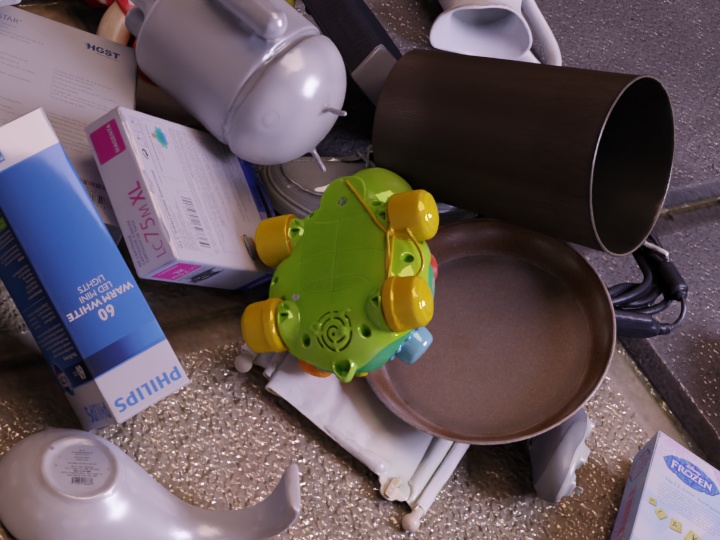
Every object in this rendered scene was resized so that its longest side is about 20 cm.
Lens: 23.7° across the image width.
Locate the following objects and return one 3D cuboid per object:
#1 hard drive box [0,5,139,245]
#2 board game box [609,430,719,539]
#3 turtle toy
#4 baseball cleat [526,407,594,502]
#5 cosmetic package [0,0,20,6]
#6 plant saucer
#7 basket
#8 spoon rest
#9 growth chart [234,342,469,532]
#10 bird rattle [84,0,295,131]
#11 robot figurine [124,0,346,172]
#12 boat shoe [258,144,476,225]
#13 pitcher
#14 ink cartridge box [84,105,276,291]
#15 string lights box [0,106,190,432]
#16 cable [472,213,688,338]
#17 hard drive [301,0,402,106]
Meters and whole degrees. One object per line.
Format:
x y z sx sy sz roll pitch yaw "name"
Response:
-0.251 -0.099 1.269 0.155 0.077 0.201 18 44 -19 "hard drive box"
0.277 0.248 1.290 0.199 0.041 0.200 34 41 -3 "board game box"
0.000 0.000 1.272 0.101 0.144 0.201 56 32 -47 "turtle toy"
0.134 0.102 1.353 0.106 0.070 0.200 24 31 -4 "baseball cleat"
-0.361 -0.289 1.250 0.198 0.166 0.166 -10 50 2 "cosmetic package"
0.095 0.050 1.311 0.198 0.032 0.202 -2 57 3 "plant saucer"
0.120 -0.099 1.321 0.198 0.137 0.180 14 1 27 "basket"
-0.141 0.152 1.128 0.198 0.061 0.100 7 45 -11 "spoon rest"
0.000 0.092 1.300 0.200 0.018 0.145 41 40 7 "growth chart"
-0.155 -0.199 1.420 0.198 0.113 0.164 23 59 -10 "bird rattle"
-0.091 -0.160 1.305 0.200 0.170 0.113 42 68 12 "robot figurine"
0.013 -0.072 1.425 0.199 0.072 0.070 10 46 -27 "boat shoe"
0.133 -0.292 1.702 0.171 0.121 0.202 28 47 -40 "pitcher"
-0.121 -0.048 1.274 0.200 0.042 0.120 7 59 -65 "ink cartridge box"
-0.195 0.004 1.128 0.059 0.103 0.201 -30 94 -23 "string lights box"
0.174 -0.021 1.426 0.198 0.051 0.164 8 49 -18 "cable"
0.012 -0.179 1.470 0.135 0.042 0.200 59 8 26 "hard drive"
